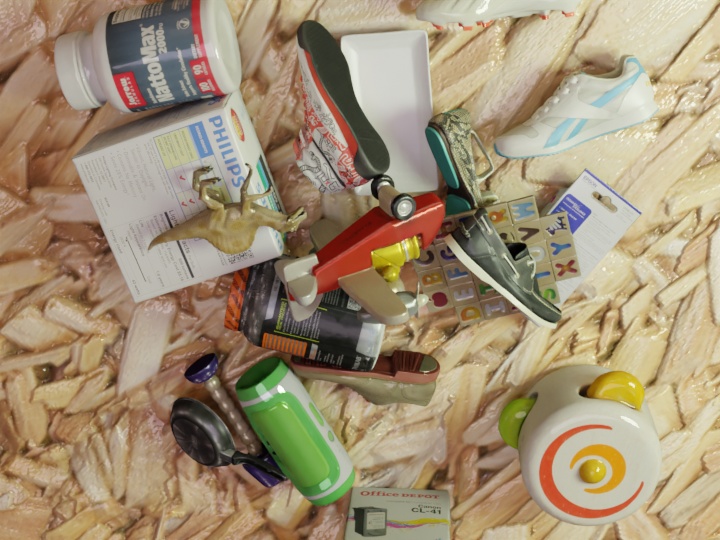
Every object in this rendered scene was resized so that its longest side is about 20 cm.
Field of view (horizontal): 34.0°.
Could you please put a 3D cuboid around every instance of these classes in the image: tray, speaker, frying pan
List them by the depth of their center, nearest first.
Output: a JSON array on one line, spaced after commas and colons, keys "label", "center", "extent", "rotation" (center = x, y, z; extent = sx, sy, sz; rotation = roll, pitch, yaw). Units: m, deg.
[{"label": "tray", "center": [0.037, -0.192, 1.441], "extent": [0.106, 0.022, 0.202], "rotation": [-3, 112, 6]}, {"label": "speaker", "center": [-0.086, 0.217, 1.586], "extent": [0.088, 0.089, 0.201], "rotation": [-27, 108, 14]}, {"label": "frying pan", "center": [-0.190, 0.249, 1.596], "extent": [0.190, 0.031, 0.115], "rotation": [42, 140, 9]}]

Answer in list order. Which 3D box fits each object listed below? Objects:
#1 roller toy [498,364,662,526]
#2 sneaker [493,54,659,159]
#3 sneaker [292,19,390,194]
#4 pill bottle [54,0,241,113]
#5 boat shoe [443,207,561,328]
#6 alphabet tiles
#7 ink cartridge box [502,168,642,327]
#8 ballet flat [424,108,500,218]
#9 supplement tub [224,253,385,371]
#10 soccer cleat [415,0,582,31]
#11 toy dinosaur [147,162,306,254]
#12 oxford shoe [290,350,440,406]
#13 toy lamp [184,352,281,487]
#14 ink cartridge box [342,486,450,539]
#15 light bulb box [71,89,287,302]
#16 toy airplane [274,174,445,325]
[{"label": "roller toy", "center": [0.297, 0.229, 1.531], "extent": [0.199, 0.140, 0.183], "rotation": [-28, 108, 14]}, {"label": "sneaker", "center": [0.249, -0.190, 1.404], "extent": [0.198, 0.077, 0.082], "rotation": [-21, 101, 6]}, {"label": "sneaker", "center": [-0.052, -0.189, 1.417], "extent": [0.107, 0.067, 0.203], "rotation": [-21, 100, 41]}, {"label": "pill bottle", "center": [-0.250, -0.250, 1.386], "extent": [0.198, 0.120, 0.121], "rotation": [-10, 112, 9]}, {"label": "boat shoe", "center": [0.187, 0.003, 1.421], "extent": [0.068, 0.072, 0.200], "rotation": [-47, 120, 5]}, {"label": "alphabet tiles", "center": [0.167, -0.009, 1.458], "extent": [0.198, 0.006, 0.168], "rotation": [-14, 125, 10]}, {"label": "ink cartridge box", "center": [0.253, -0.030, 1.485], "extent": [0.094, 0.037, 0.200], "rotation": [35, 113, -9]}, {"label": "ballet flat", "center": [0.134, -0.105, 1.447], "extent": [0.075, 0.068, 0.202], "rotation": [-25, 119, -19]}, {"label": "supplement tub", "center": [-0.066, 0.049, 1.494], "extent": [0.198, 0.123, 0.124], "rotation": [14, 113, -2]}, {"label": "soccer cleat", "center": [0.159, -0.323, 1.357], "extent": [0.197, 0.069, 0.079], "rotation": [-8, 107, 0]}, {"label": "toy dinosaur", "center": [-0.165, -0.064, 1.355], "extent": [0.197, 0.058, 0.102], "rotation": [-8, 114, 6]}, {"label": "oxford shoe", "center": [0.004, 0.147, 1.559], "extent": [0.197, 0.071, 0.076], "rotation": [8, 119, 3]}, {"label": "toy lamp", "center": [-0.167, 0.209, 1.603], "extent": [0.058, 0.058, 0.201], "rotation": [-28, 107, 15]}, {"label": "ink cartridge box", "center": [0.048, 0.378, 1.579], "extent": [0.146, 0.200, 0.087], "rotation": [2, 112, 3]}, {"label": "light bulb box", "center": [-0.213, -0.095, 1.444], "extent": [0.198, 0.125, 0.200], "rotation": [-17, 110, 10]}, {"label": "toy airplane", "center": [0.000, 0.000, 1.393], "extent": [0.197, 0.201, 0.142], "rotation": [-9, 133, 32]}]
